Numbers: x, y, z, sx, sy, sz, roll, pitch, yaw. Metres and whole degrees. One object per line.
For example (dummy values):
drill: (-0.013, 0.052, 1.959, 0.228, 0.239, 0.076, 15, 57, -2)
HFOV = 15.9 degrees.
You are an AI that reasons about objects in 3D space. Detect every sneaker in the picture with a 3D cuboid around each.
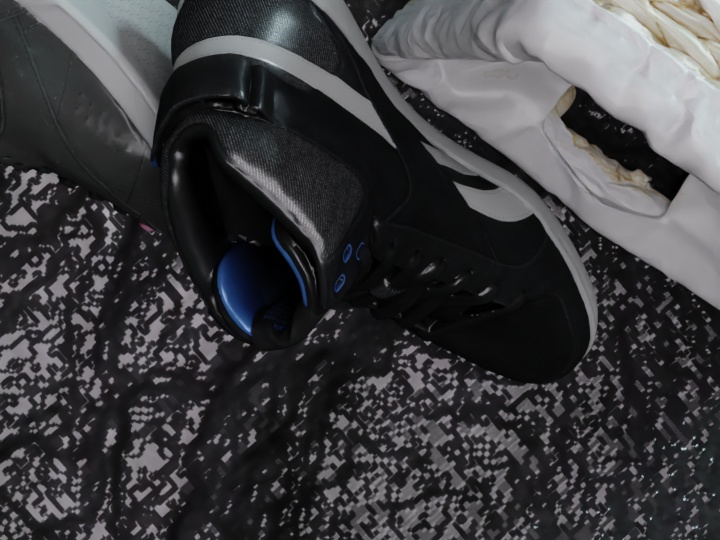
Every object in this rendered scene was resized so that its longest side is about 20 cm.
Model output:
sneaker: (0.000, 0.000, 0.840, 0.073, 0.112, 0.200, -25, 125, 34)
sneaker: (-0.105, -0.049, 0.863, 0.099, 0.071, 0.200, -30, 124, 23)

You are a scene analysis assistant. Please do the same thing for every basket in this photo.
basket: (0.139, -0.080, 0.834, 0.198, 0.200, 0.161, 35, 87, -12)
